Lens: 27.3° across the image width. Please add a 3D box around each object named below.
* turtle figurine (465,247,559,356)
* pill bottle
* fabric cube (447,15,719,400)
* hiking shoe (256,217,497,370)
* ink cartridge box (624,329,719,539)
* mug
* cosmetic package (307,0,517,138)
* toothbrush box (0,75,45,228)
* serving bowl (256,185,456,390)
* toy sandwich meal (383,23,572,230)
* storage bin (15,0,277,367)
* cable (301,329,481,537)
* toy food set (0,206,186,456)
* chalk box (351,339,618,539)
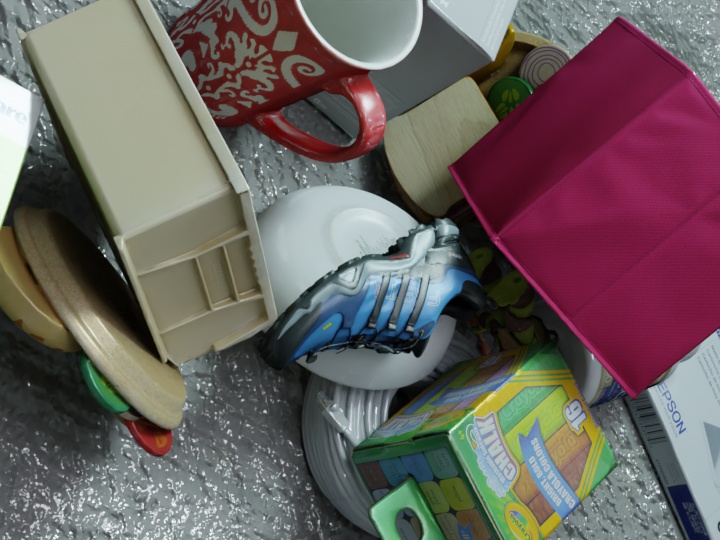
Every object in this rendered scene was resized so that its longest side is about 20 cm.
[{"bbox_3d":[0.144,0.065,1.304,0.064,0.200,0.162,-27,129,-5],"label":"turtle figurine"},{"bbox_3d":[0.246,0.069,1.451,0.199,0.111,0.112,-12,85,-41],"label":"pill bottle"},{"bbox_3d":[0.221,-0.056,1.230,0.200,0.199,0.196,46,8,-21],"label":"fabric cube"},{"bbox_3d":[0.015,0.033,1.139,0.199,0.074,0.087,-29,81,-26],"label":"hiking shoe"},{"bbox_3d":[0.382,0.169,1.584,0.199,0.040,0.201,-30,98,-41],"label":"ink cartridge box"},{"bbox_3d":[-0.065,-0.177,1.201,0.133,0.199,0.179,17,68,-36],"label":"mug"},{"bbox_3d":[0.041,-0.207,1.298,0.090,0.199,0.107,39,56,-24],"label":"cosmetic package"},{"bbox_3d":[-0.305,-0.029,0.993,0.086,0.145,0.201,29,61,-30],"label":"toothbrush box"},{"bbox_3d":[0.000,0.000,1.240,0.199,0.066,0.201,18,44,-18],"label":"serving bowl"},{"bbox_3d":[0.113,-0.131,1.350,0.070,0.203,0.207,23,59,-68],"label":"toy sandwich meal"},{"bbox_3d":[-0.148,-0.062,1.056,0.093,0.199,0.201,-25,63,-10],"label":"storage bin"},{"bbox_3d":[0.042,0.140,1.288,0.199,0.069,0.201,-27,96,-42],"label":"cable"},{"bbox_3d":[-0.191,0.040,1.060,0.048,0.200,0.199,-35,102,2],"label":"toy food set"},{"bbox_3d":[0.088,0.163,1.192,0.200,0.123,0.125,-36,102,-41],"label":"chalk box"}]
